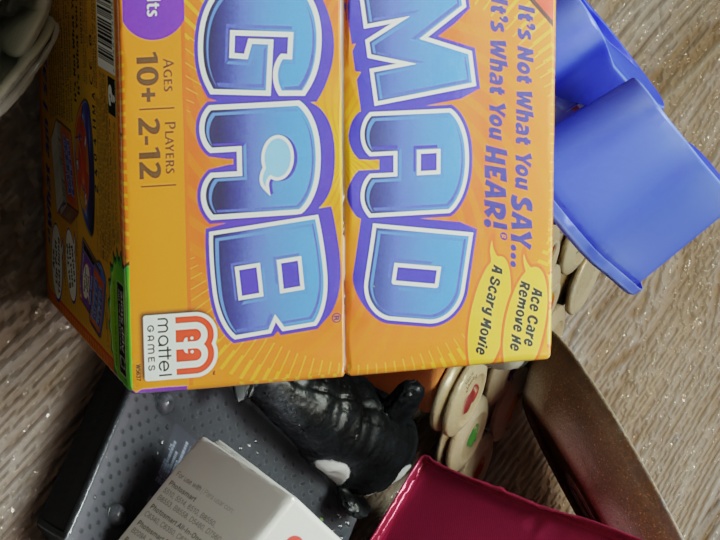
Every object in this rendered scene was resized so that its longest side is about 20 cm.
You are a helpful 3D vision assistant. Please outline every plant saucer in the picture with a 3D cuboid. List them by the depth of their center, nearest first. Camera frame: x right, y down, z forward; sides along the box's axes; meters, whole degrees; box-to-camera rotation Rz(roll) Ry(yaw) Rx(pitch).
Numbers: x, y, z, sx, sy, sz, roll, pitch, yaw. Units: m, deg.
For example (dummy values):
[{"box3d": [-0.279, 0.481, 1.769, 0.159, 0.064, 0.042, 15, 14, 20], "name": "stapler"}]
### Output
[{"box3d": [0.145, 0.130, 1.536, 0.037, 0.200, 0.201, -30, 121, -3], "name": "plant saucer"}]

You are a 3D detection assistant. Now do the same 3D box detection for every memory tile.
[{"box3d": [0.096, 0.037, 1.552, 0.200, 0.017, 0.153, -59, 161, -24], "name": "memory tile"}]

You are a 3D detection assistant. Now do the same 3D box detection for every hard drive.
[{"box3d": [-0.085, 0.133, 1.370, 0.200, 0.042, 0.135, 45, 57, -42], "name": "hard drive"}]

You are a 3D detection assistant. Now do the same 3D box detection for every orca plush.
[{"box3d": [-0.004, 0.063, 1.415, 0.200, 0.071, 0.105, 51, 18, -47], "name": "orca plush"}]

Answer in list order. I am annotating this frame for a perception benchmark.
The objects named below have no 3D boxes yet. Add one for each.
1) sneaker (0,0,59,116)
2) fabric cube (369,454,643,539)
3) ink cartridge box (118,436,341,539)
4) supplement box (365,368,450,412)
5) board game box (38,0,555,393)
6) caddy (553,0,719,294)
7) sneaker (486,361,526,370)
[{"box3d": [-0.172, -0.138, 1.203, 0.074, 0.115, 0.200, 46, 55, -39], "name": "sneaker"}, {"box3d": [0.097, 0.254, 1.448, 0.196, 0.200, 0.199, -56, 132, -14], "name": "fabric cube"}, {"box3d": [-0.078, 0.207, 1.295, 0.200, 0.084, 0.146, -52, 132, -9], "name": "ink cartridge box"}, {"box3d": [0.061, -0.013, 1.521, 0.200, 0.069, 0.067, -55, 160, -38], "name": "supplement box"}, {"box3d": [-0.036, -0.069, 1.229, 0.200, 0.200, 0.200, -4, 103, -17], "name": "board game box"}, {"box3d": [0.112, -0.063, 1.363, 0.141, 0.105, 0.200, 56, 9, 22], "name": "caddy"}, {"box3d": [0.000, 0.000, 1.400, 0.200, 0.070, 0.093, 42, 58, 6], "name": "sneaker"}]
